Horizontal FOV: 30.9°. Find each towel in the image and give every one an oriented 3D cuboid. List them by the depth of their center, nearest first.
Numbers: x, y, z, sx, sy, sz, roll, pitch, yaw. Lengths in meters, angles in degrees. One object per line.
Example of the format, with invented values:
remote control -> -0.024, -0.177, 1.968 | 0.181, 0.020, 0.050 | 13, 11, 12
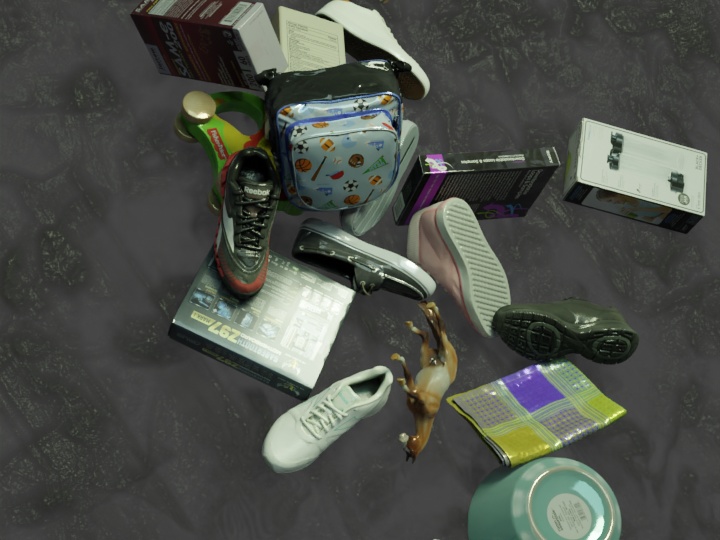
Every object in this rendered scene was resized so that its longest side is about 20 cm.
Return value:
towel -> 0.228, 0.179, 1.696 | 0.200, 0.023, 0.144 | -17, 41, -23

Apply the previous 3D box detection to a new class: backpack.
backpack -> -0.028, -0.163, 1.679 | 0.200, 0.191, 0.154 | -5, 53, -2

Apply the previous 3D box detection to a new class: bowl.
bowl -> 0.243, 0.312, 1.620 | 0.201, 0.105, 0.201 | 7, 61, -12

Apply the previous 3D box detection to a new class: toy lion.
toy lion -> -0.134, -0.162, 1.789 | 0.192, 0.069, 0.200 | -16, 68, -29

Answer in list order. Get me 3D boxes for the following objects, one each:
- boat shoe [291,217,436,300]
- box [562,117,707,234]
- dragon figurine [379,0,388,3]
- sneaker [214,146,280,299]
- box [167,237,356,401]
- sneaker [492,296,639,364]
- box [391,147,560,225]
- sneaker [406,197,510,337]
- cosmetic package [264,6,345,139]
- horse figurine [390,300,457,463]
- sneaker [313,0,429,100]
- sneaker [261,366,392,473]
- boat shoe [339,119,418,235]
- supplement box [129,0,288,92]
boat shoe -> 0.000, 0.000, 1.736 | 0.200, 0.070, 0.066 | 28, 68, 1
box -> 0.404, -0.139, 1.917 | 0.200, 0.060, 0.117 | 14, 61, -8
dragon figurine -> 0.023, -0.464, 1.980 | 0.200, 0.059, 0.100 | 1, 64, -13
sneaker -> -0.142, -0.068, 1.647 | 0.071, 0.098, 0.201 | 6, 74, -15
box -> -0.125, 0.056, 1.681 | 0.200, 0.051, 0.158 | 25, 59, -2
sneaker -> 0.273, 0.074, 1.768 | 0.200, 0.076, 0.091 | 10, 32, -13
box -> 0.157, -0.115, 1.791 | 0.200, 0.143, 0.036 | -3, 64, -17
sneaker -> 0.129, -0.001, 1.776 | 0.075, 0.105, 0.200 | -33, 105, -35
cosmetic package -> -0.077, -0.265, 1.817 | 0.105, 0.071, 0.200 | 14, 49, -20
horse figurine -> 0.084, 0.130, 1.678 | 0.050, 0.133, 0.200 | -5, 42, 27
sneaker -> 0.032, -0.334, 1.909 | 0.200, 0.073, 0.085 | 40, 53, 2
sneaker -> -0.041, 0.177, 1.627 | 0.200, 0.080, 0.070 | -35, 79, -26
boat shoe -> 0.016, -0.131, 1.814 | 0.062, 0.072, 0.200 | 15, 57, 26
supplement box -> -0.205, -0.311, 1.760 | 0.200, 0.109, 0.061 | 15, 54, 35
